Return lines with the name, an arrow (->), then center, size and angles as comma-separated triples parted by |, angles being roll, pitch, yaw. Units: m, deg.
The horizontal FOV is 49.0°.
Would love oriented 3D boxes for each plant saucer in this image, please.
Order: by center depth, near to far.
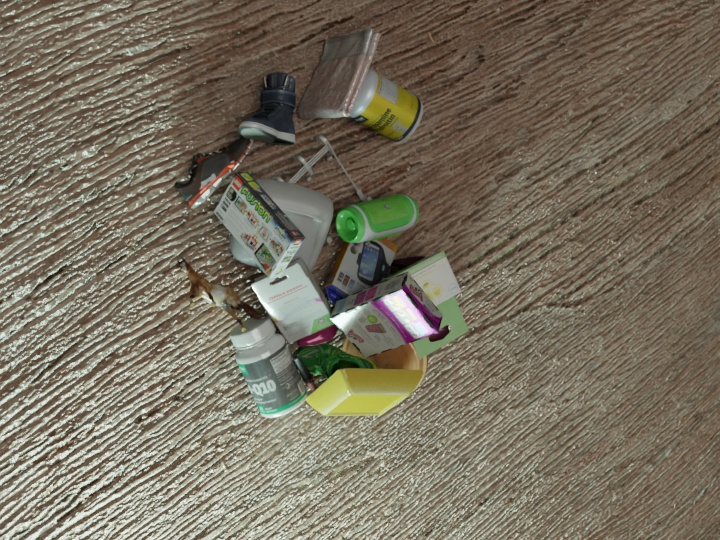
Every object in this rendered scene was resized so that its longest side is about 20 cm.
plant saucer -> 0.010, 0.267, 1.687 | 0.200, 0.200, 0.049 | 5, 62, -25
plant saucer -> 0.053, 0.203, 1.795 | 0.200, 0.032, 0.201 | 3, 104, 12

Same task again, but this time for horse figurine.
horse figurine -> -0.295, 0.059, 1.652 | 0.200, 0.133, 0.050 | 28, 105, -32

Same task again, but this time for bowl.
bowl -> -0.163, -0.080, 1.669 | 0.200, 0.075, 0.200 | 14, 113, -21

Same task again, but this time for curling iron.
curling iron -> -0.111, 0.245, 1.739 | 0.026, 0.050, 0.200 | -24, 135, -6

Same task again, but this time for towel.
towel -> -0.050, -0.408, 1.653 | 0.032, 0.200, 0.191 | 23, 86, -32

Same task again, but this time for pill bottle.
pill bottle -> -0.201, 0.205, 1.701 | 0.113, 0.113, 0.200 | -27, 105, -19
pill bottle -> 0.031, -0.371, 1.733 | 0.200, 0.112, 0.112 | 23, 86, -29

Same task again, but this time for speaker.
speaker -> 0.040, -0.117, 1.755 | 0.200, 0.088, 0.089 | -17, 103, -44

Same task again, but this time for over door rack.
over door rack -> -0.088, -0.179, 1.741 | 0.148, 0.067, 0.200 | -46, 123, -11

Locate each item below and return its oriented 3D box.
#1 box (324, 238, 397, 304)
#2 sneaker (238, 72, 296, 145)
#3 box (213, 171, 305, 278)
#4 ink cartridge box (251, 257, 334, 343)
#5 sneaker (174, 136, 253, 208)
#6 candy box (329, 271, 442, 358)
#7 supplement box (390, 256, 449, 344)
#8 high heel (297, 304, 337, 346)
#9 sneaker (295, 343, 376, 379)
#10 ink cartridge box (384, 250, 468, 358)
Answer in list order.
box -> 0.000, 0.000, 1.770 | 0.119, 0.041, 0.200 | 33, 59, -22
sneaker -> -0.190, -0.339, 1.622 | 0.077, 0.202, 0.146 | 5, 95, 16
box -> -0.205, -0.092, 1.579 | 0.035, 0.200, 0.110 | -9, 141, -54
ink cartridge box -> -0.146, 0.053, 1.675 | 0.117, 0.067, 0.200 | -24, 132, 4
sneaker -> -0.304, -0.223, 1.634 | 0.082, 0.077, 0.200 | 44, 75, -11
candy box -> 0.054, 0.097, 1.674 | 0.136, 0.200, 0.061 | 50, 36, -24
supplement box -> 0.139, 0.073, 1.837 | 0.086, 0.110, 0.200 | -10, 100, -23
high heel -> -0.066, 0.094, 1.768 | 0.200, 0.067, 0.096 | -25, 115, -24
sneaker -> -0.061, 0.203, 1.734 | 0.084, 0.200, 0.074 | 14, 86, -65
ink cartridge box -> 0.157, 0.077, 1.749 | 0.145, 0.048, 0.200 | -27, 97, -20
